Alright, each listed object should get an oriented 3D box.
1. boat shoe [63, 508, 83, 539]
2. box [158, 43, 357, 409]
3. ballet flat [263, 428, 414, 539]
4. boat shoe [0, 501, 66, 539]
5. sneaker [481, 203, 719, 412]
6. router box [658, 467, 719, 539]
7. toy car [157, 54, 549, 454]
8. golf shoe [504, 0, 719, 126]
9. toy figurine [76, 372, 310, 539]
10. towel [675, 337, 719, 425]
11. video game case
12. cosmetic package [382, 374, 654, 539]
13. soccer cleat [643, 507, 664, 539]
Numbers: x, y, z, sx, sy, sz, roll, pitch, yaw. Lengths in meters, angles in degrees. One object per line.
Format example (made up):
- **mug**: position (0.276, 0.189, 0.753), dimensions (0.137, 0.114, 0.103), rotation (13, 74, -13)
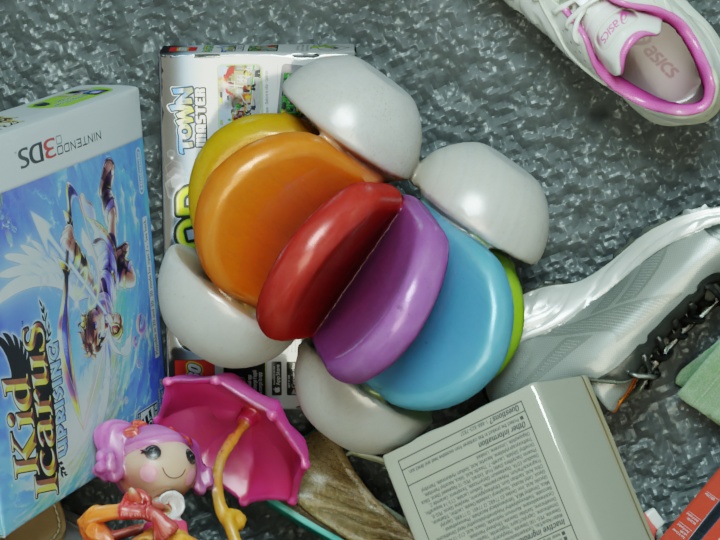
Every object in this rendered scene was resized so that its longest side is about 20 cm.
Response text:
- **boat shoe**: position (-0.228, 0.150, 1.317), dimensions (0.199, 0.069, 0.072), rotation (31, 102, -6)
- **box**: position (-0.055, -0.024, 1.295), dimensions (0.109, 0.035, 0.202), rotation (0, 103, 0)
- **ballet flat**: position (0.037, 0.156, 1.329), dimensions (0.199, 0.068, 0.073), rotation (38, 81, -4)
- **boat shoe**: position (-0.227, 0.078, 1.274), dimensions (0.074, 0.066, 0.200), rotation (-38, 88, -36)
- **sneaker**: position (0.154, 0.028, 1.275), dimensions (0.199, 0.074, 0.080), rotation (-29, 64, 12)
- **router box**: position (0.244, 0.206, 1.300), dimensions (0.200, 0.049, 0.180), rotation (43, 88, -22)
- **toy car**: position (0.000, 0.000, 1.205), dimensions (0.199, 0.150, 0.176), rotation (33, 98, -11)
- **golf shoe**: position (0.120, -0.150, 1.238), dimensions (0.199, 0.092, 0.075), rotation (37, 102, -6)
- **toy figurine**: position (-0.090, 0.140, 1.230), dimensions (0.198, 0.185, 0.150), rotation (8, 143, -29)
- **towel**: position (0.290, 0.075, 1.285), dimensions (0.199, 0.023, 0.153), rotation (29, 139, -5)
- **video game case**: position (-0.167, 0.016, 1.229), dimensions (0.045, 0.181, 0.202), rotation (1, 104, 25)
- **cosmetic package**: position (0.101, 0.166, 1.211), dimensions (0.103, 0.073, 0.201), rotation (-26, 79, 27)
- **soccer cleat**: position (0.146, 0.189, 1.327), dimensions (0.085, 0.069, 0.201), rotation (-31, 106, -3)
